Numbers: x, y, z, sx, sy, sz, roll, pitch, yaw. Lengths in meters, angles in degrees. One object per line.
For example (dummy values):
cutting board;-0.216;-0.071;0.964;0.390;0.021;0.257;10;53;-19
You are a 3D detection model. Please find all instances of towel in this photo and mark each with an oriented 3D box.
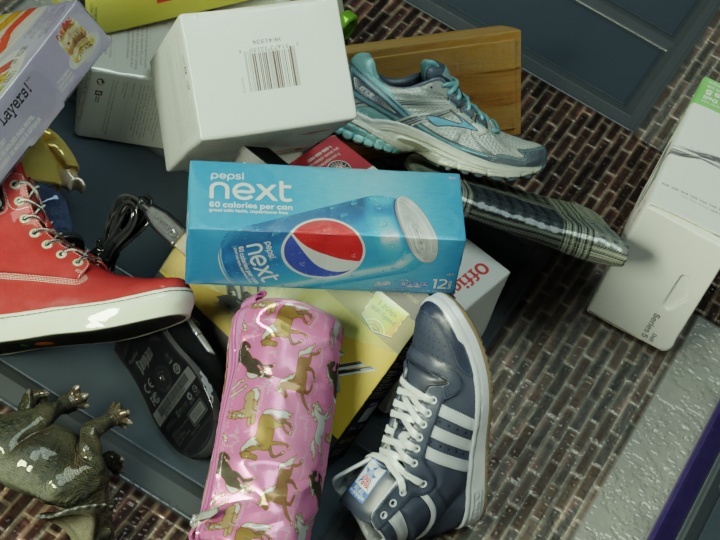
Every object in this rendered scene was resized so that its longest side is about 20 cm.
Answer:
towel;0.127;-0.050;1.639;0.192;0.035;0.200;17;10;-2

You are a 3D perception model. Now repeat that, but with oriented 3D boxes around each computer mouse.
computer mouse;-0.139;0.035;1.450;0.046;0.141;0.200;-11;53;-46

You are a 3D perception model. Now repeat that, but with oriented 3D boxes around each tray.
tray;0.056;-0.160;1.728;0.200;0.099;0.037;-11;19;-29

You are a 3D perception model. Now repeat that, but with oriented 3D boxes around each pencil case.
pencil case;-0.066;0.119;1.384;0.083;0.087;0.201;2;71;23

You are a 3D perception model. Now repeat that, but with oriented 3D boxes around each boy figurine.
boy figurine;-0.290;-0.080;1.545;0.124;0.065;0.200;-8;52;-27

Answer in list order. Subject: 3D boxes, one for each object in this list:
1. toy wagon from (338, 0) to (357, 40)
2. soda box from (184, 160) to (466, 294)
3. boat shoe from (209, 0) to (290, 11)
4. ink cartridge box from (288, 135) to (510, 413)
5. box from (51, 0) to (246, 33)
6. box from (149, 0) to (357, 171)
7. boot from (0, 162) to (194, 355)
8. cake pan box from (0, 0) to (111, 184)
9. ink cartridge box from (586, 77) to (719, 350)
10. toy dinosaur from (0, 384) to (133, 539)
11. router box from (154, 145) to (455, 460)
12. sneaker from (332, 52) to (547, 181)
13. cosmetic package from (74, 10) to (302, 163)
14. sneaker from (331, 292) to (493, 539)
toy wagon;-0.077;-0.265;1.817;0.155;0.040;0.200;38;46;15
soda box;-0.027;-0.031;1.388;0.199;0.064;0.068;2;50;-6
boat shoe;-0.155;-0.240;1.714;0.201;0.072;0.060;-3;65;-2
ink cartridge box;0.000;0.000;1.569;0.200;0.083;0.147;38;46;15
box;-0.166;-0.257;1.639;0.199;0.050;0.075;-15;51;-22
box;-0.089;-0.145;1.512;0.124;0.200;0.098;-9;88;-14
boot;-0.219;-0.017;1.417;0.199;0.072;0.145;-5;79;18
cake pan box;-0.311;-0.118;1.476;0.052;0.184;0.200;51;56;-30
ink cartridge box;0.287;-0.051;1.684;0.084;0.146;0.200;27;44;5
toy dinosaur;-0.229;0.128;1.367;0.200;0.077;0.102;38;40;11
router box;-0.051;0.024;1.476;0.200;0.157;0.052;38;13;16
sneaker;0.072;-0.133;1.645;0.199;0.087;0.078;14;9;-12
cosmetic package;-0.142;-0.166;1.666;0.199;0.085;0.108;10;46;-13
sneaker;0.036;0.119;1.405;0.108;0.201;0.070;-18;32;-25
